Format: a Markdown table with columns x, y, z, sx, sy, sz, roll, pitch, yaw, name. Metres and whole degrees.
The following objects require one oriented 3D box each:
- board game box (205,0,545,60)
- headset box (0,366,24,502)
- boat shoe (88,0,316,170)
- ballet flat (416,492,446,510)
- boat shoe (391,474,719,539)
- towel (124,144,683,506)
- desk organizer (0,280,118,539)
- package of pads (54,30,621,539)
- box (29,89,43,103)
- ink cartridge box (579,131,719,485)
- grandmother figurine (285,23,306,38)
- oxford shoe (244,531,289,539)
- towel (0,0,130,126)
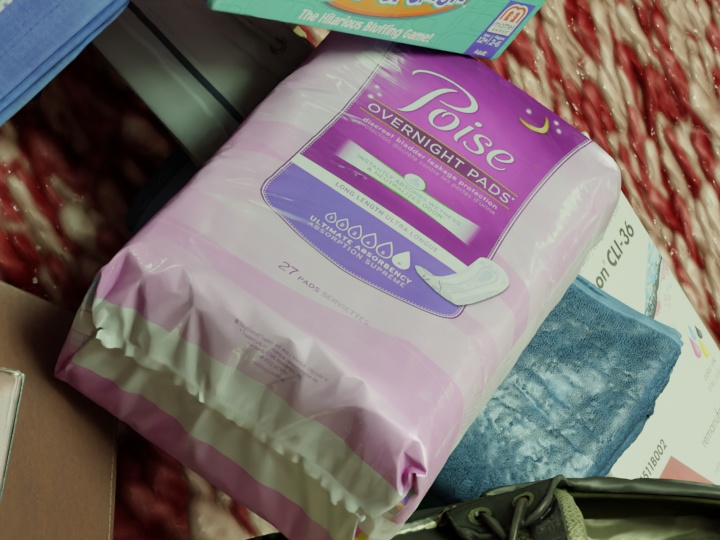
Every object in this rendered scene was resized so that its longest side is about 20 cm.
| x | y | z | sx | sy | sz | roll | pitch | yaw | name |
| --- | --- | --- | --- | --- | --- | --- | --- | --- | --- |
| -0.036 | -0.164 | 0.852 | 0.152 | 0.045 | 0.201 | 3 | 47 | -51 | board game box |
| -0.177 | 0.085 | 0.613 | 0.198 | 0.077 | 0.150 | 12 | 78 | -17 | headset box |
| -0.089 | -0.120 | 0.845 | 0.200 | 0.067 | 0.074 | 48 | -2 | -41 | boat shoe |
| 0.043 | 0.119 | 0.970 | 0.069 | 0.069 | 0.202 | 4 | 73 | -49 | ballet flat |
| 0.060 | 0.099 | 0.831 | 0.198 | 0.065 | 0.074 | -7 | 61 | -23 | boat shoe |
| 0.017 | 0.010 | 0.922 | 0.200 | 0.049 | 0.112 | 39 | 53 | 5 | towel |
| -0.126 | 0.105 | 0.761 | 0.077 | 0.071 | 0.202 | 26 | 55 | -44 | desk organizer |
| 0.000 | 0.000 | 0.822 | 0.120 | 0.076 | 0.200 | 36 | 39 | 3 | package of pads |
| -0.172 | -0.150 | 0.855 | 0.199 | 0.032 | 0.122 | 28 | 53 | -41 | box |
| 0.080 | 0.027 | 1.043 | 0.201 | 0.067 | 0.117 | 56 | 40 | -16 | ink cartridge box |
| -0.086 | -0.171 | 0.940 | 0.201 | 0.060 | 0.121 | 64 | -6 | 4 | grandmother figurine |
| -0.028 | 0.133 | 0.869 | 0.199 | 0.072 | 0.085 | -10 | 84 | -39 | oxford shoe |
| -0.177 | -0.114 | 0.757 | 0.200 | 0.145 | 0.024 | 48 | 4 | -23 | towel |
